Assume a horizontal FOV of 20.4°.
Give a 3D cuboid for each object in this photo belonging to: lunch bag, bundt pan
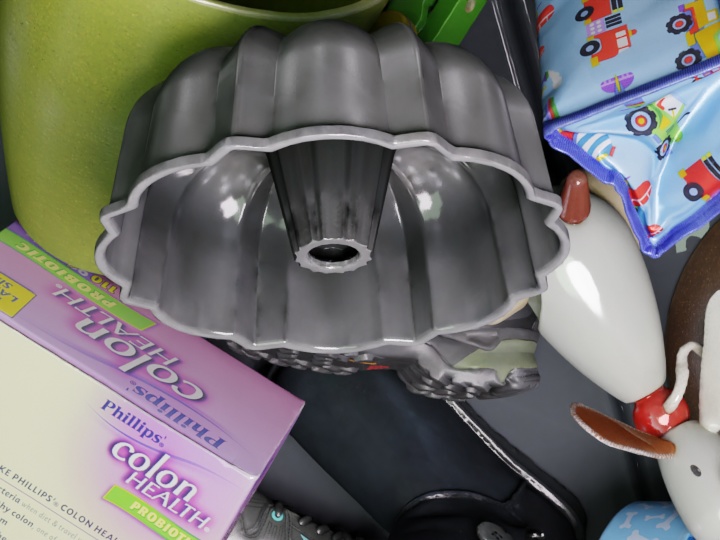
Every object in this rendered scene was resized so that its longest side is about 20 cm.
[{"bbox_3d":[0.180,-0.124,0.872,0.199,0.151,0.094,-30,125,25],"label":"lunch bag"},{"bbox_3d":[-0.013,-0.039,0.846,0.200,0.202,0.076,-8,64,13],"label":"bundt pan"}]

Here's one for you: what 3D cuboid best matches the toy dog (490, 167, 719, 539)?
[{"bbox_3d":[0.129,0.025,0.924,0.199,0.096,0.132,35,68,7],"label":"toy dog"}]

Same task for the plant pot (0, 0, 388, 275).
[{"bbox_3d":[-0.098,-0.100,0.957,0.186,0.188,0.201,26,128,2],"label":"plant pot"}]

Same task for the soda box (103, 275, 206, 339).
[{"bbox_3d":[-0.173,0.072,1.073,0.200,0.064,0.068,-40,97,20],"label":"soda box"}]

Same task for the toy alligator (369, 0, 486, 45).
[{"bbox_3d":[0.022,-0.107,0.970,0.059,0.054,0.201,35,79,-43],"label":"toy alligator"}]

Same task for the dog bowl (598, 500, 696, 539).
[{"bbox_3d":[0.159,0.196,1.008,0.049,0.112,0.201,10,138,33],"label":"dog bowl"}]

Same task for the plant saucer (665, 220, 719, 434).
[{"bbox_3d":[0.251,0.047,0.998,0.198,0.037,0.202,4,108,11],"label":"plant saucer"}]

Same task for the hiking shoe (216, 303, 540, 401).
[{"bbox_3d":[0.000,0.000,0.994,0.198,0.076,0.102,16,73,-19],"label":"hiking shoe"}]

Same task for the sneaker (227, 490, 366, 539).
[{"bbox_3d":[-0.031,0.161,1.081,0.079,0.075,0.201,-37,98,-3],"label":"sneaker"}]

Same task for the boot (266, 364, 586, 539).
[{"bbox_3d":[0.026,0.122,0.995,0.199,0.168,0.077,36,111,-1],"label":"boot"}]

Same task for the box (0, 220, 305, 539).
[{"bbox_3d":[-0.155,0.113,0.993,0.175,0.097,0.201,31,114,2],"label":"box"}]
